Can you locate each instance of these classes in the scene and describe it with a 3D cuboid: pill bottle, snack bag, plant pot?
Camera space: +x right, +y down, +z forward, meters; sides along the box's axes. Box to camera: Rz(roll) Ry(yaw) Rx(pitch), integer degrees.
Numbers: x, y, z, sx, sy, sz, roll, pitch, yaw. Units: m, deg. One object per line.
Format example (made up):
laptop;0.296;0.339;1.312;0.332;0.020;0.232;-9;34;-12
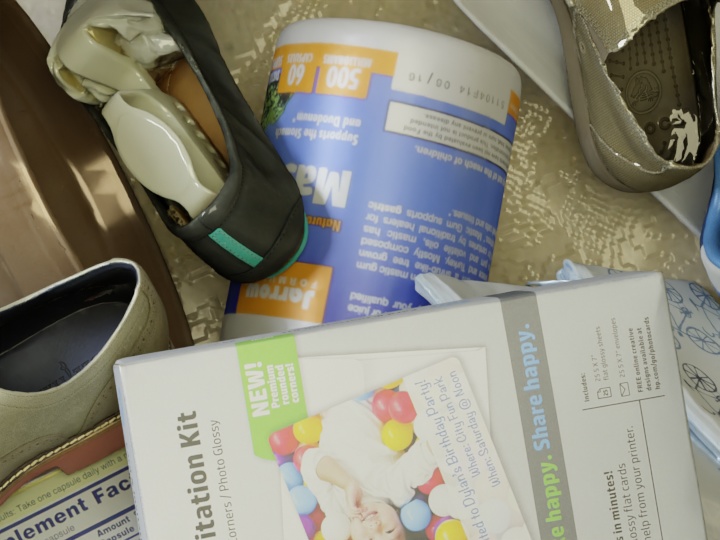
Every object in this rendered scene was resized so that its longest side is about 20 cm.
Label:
pill bottle;0.000;0.000;1.172;0.112;0.112;0.201;11;82;-4
snack bag;0.134;0.057;1.120;0.189;0.200;0.021;50;119;37
plant pot;-0.152;-0.015;1.123;0.092;0.201;0.201;-27;87;6

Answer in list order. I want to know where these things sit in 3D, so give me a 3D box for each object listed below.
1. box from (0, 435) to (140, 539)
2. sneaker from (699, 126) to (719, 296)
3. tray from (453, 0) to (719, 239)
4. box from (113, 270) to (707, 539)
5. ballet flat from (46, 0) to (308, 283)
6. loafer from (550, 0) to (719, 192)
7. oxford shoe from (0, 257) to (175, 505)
box;-0.085;0.191;1.058;0.096;0.176;0.200;-25;75;-16
sneaker;0.204;-0.070;1.184;0.074;0.082;0.201;17;89;31
tray;0.130;-0.103;1.208;0.200;0.022;0.108;41;81;-27
box;0.022;0.092;0.965;0.199;0.041;0.157;-9;90;-7
ballet flat;-0.088;-0.077;1.147;0.068;0.068;0.200;-50;53;16
loafer;0.116;-0.126;1.145;0.076;0.067;0.201;-26;111;-20
oxford shoe;-0.156;0.058;0.972;0.200;0.074;0.071;-36;61;-21
